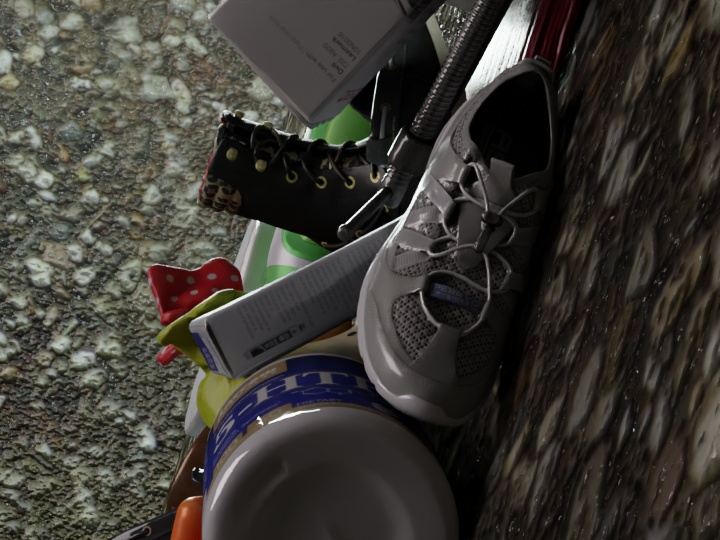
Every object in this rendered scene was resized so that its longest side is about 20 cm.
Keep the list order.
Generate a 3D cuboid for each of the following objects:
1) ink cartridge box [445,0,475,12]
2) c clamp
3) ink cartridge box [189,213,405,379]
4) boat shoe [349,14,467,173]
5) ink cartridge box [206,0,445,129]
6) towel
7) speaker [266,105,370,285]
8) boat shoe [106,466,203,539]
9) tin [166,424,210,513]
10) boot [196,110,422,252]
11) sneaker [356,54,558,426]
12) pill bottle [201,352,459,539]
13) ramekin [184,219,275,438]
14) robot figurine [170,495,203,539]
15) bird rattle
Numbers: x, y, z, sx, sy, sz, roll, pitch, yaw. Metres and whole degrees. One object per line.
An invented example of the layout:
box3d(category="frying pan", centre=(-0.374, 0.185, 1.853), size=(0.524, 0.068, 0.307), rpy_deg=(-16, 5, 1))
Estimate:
box3d(category="ink cartridge box", centre=(0.086, -0.281, 1.264), size=(0.145, 0.083, 0.201), rpy_deg=(-151, 78, -82))
box3d(category="c clamp", centre=(0.060, -0.119, 1.004), size=(0.201, 0.027, 0.171), rpy_deg=(-62, -4, 23))
box3d(category="ink cartridge box", centre=(0.000, 0.000, 1.089), size=(0.199, 0.041, 0.200), rpy_deg=(-29, 2, -7))
box3d(category="boat shoe", centre=(0.021, -0.126, 1.180), size=(0.201, 0.067, 0.072), rpy_deg=(-102, 2, -54))
box3d(category="ink cartridge box", centre=(0.018, -0.180, 1.049), size=(0.200, 0.084, 0.146), rpy_deg=(-46, 1, 8))
box3d(category="towel", centre=(0.097, -0.147, 1.093), size=(0.200, 0.022, 0.146), rpy_deg=(-153, 81, -83))
box3d(category="speaker", centre=(-0.009, -0.068, 1.450), size=(0.088, 0.088, 0.201), rpy_deg=(137, 151, -75))
box3d(category="boat shoe", centre=(-0.076, 0.142, 1.190), size=(0.199, 0.062, 0.075), rpy_deg=(-35, -16, 3))
box3d(category="tin", centre=(-0.071, 0.114, 1.369), size=(0.200, 0.042, 0.112), rpy_deg=(-51, -15, -31))
box3d(category="boot", centre=(-0.022, -0.072, 1.287), size=(0.204, 0.153, 0.074), rpy_deg=(122, 164, -60))
box3d(category="sneaker", centre=(0.050, -0.021, 0.914), size=(0.082, 0.074, 0.201), rpy_deg=(116, 170, -56))
box3d(category="pill bottle", centre=(-0.020, 0.106, 0.956), size=(0.200, 0.119, 0.121), rpy_deg=(-119, 47, -80))
box3d(category="ramekin", centre=(-0.075, 0.057, 1.613), size=(0.202, 0.094, 0.204), rpy_deg=(-161, 90, -84))
box3d(category="robot figurine", centre=(-0.082, 0.233, 1.103), size=(0.117, 0.143, 0.202), rpy_deg=(-45, -33, -79))
box3d(category="bird rattle", centre=(-0.061, 0.052, 1.287), size=(0.200, 0.162, 0.114), rpy_deg=(-114, 20, -80))
